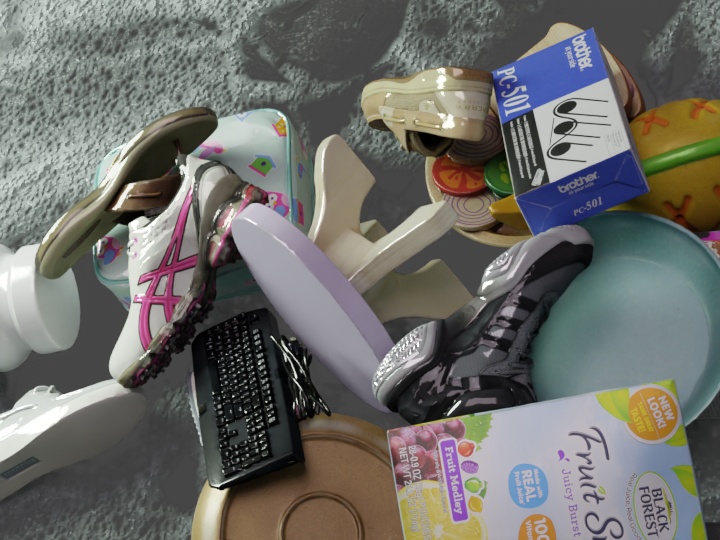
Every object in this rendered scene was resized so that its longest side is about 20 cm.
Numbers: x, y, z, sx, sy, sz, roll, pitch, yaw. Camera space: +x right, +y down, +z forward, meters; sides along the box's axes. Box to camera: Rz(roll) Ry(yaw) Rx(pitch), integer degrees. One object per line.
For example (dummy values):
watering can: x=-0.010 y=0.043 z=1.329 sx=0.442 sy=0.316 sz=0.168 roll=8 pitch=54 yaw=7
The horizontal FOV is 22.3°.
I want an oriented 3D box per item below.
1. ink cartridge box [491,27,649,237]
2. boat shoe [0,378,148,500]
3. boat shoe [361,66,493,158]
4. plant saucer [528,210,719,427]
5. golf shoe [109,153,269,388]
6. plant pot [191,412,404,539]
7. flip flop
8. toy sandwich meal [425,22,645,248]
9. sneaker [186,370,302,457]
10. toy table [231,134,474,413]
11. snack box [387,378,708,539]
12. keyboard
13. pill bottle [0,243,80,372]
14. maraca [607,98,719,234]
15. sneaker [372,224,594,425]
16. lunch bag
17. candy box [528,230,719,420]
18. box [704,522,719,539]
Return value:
ink cartridge box: x=0.159 y=-0.110 z=1.416 sx=0.093 sy=0.044 sz=0.201 roll=-23 pitch=31 yaw=12
boat shoe: x=-0.274 y=0.134 z=1.552 sx=0.199 sy=0.072 sz=0.069 roll=-31 pitch=53 yaw=12
boat shoe: x=0.050 y=-0.128 z=1.540 sx=0.071 sy=0.200 sz=0.065 roll=3 pitch=88 yaw=-19
plant saucer: x=0.186 y=0.052 z=1.367 sx=0.198 sy=0.036 sz=0.202 roll=-9 pitch=61 yaw=17
golf shoe: x=-0.159 y=0.001 z=1.509 sx=0.092 sy=0.073 sz=0.201 roll=31 pitch=93 yaw=9
plant pot: x=-0.030 y=0.203 z=1.389 sx=0.198 sy=0.028 sz=0.202 roll=1 pitch=71 yaw=-3
flip flop: x=-0.190 y=-0.059 z=1.539 sx=0.200 sy=0.081 sz=0.058 roll=-45 pitch=75 yaw=-2
toy sandwich meal: x=0.144 y=-0.112 z=1.536 sx=0.203 sy=0.070 sz=0.207 roll=-10 pitch=57 yaw=15
sneaker: x=-0.079 y=0.145 z=1.463 sx=0.082 sy=0.070 sz=0.201 roll=-27 pitch=56 yaw=6
toy table: x=0.000 y=0.000 z=1.469 sx=0.117 sy=0.201 sz=0.183 roll=-44 pitch=24 yaw=-21
snack box: x=0.129 y=0.174 z=1.225 sx=0.198 sy=0.068 sz=0.170 roll=-11 pitch=78 yaw=2
keyboard: x=-0.085 y=0.084 z=1.435 sx=0.103 sy=0.040 sz=0.201 roll=-21 pitch=35 yaw=2
pill bottle: x=-0.355 y=0.038 z=1.605 sx=0.198 sy=0.116 sz=0.117 roll=-10 pitch=57 yaw=15
maraca: x=0.278 y=-0.085 z=1.437 sx=0.198 sy=0.137 sz=0.108 roll=-16 pitch=84 yaw=3
sneaker: x=0.114 y=0.062 z=1.330 sx=0.200 sy=0.076 sz=0.114 roll=-38 pitch=68 yaw=-8
lunch bag: x=-0.139 y=-0.045 z=1.598 sx=0.198 sy=0.077 sz=0.162 roll=-14 pitch=61 yaw=15
candy box: x=0.222 y=0.046 z=1.415 sx=0.198 sy=0.061 sz=0.137 roll=-3 pitch=61 yaw=18
box: x=0.227 y=0.253 z=1.276 sx=0.198 sy=0.079 sz=0.142 roll=-1 pitch=63 yaw=20
